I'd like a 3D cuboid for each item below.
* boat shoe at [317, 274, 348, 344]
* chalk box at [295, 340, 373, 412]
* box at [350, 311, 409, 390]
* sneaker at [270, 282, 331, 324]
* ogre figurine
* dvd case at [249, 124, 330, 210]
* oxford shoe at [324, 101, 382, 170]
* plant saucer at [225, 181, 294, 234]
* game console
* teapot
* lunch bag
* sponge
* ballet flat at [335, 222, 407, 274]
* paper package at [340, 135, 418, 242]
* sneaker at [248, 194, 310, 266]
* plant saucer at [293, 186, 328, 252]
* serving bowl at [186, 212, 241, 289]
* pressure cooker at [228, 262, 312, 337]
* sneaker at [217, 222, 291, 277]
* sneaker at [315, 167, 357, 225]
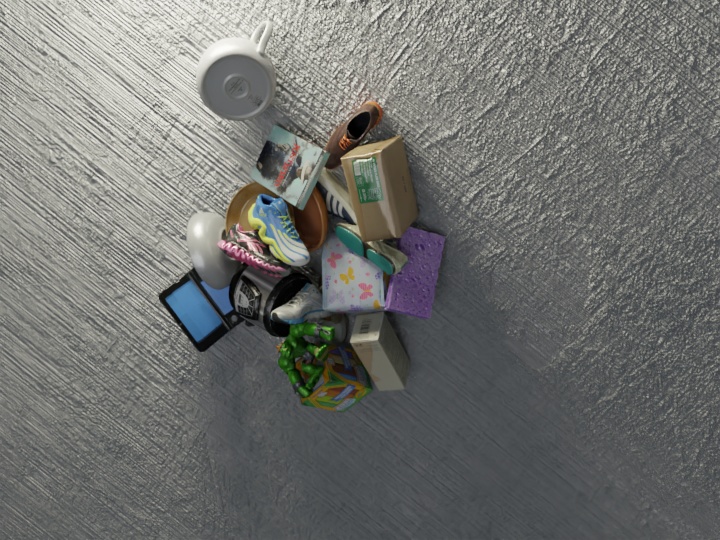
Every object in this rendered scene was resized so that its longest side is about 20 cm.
[{"bbox_3d":[-0.081,0.106,1.786,0.074,0.068,0.203,-3,110,20],"label":"boat shoe"},{"bbox_3d":[-0.058,0.284,1.798,0.199,0.125,0.125,20,128,-40],"label":"chalk box"},{"bbox_3d":[0.053,0.207,1.731,0.077,0.096,0.201,-9,131,23],"label":"box"},{"bbox_3d":[-0.143,0.076,1.658,0.074,0.199,0.088,13,106,33],"label":"sneaker"},{"bbox_3d":[-0.140,0.205,1.685,0.119,0.098,0.202,31,133,23],"label":"ogre figurine"},{"bbox_3d":[-0.170,-0.247,1.620,0.199,0.022,0.147,34,100,36],"label":"dvd case"},{"bbox_3d":[-0.032,-0.309,1.597,0.071,0.073,0.200,41,118,-2],"label":"oxford shoe"},{"bbox_3d":[-0.243,-0.118,1.701,0.198,0.035,0.203,0,90,23],"label":"plant saucer"},{"bbox_3d":[-0.411,0.087,1.862,0.170,0.118,0.201,-32,100,27],"label":"game console"},{"bbox_3d":[-0.286,-0.459,1.589,0.197,0.147,0.199,-9,133,-4],"label":"teapot"},{"bbox_3d":[0.000,0.000,1.684,0.167,0.127,0.203,-5,82,19],"label":"lunch bag"},{"bbox_3d":[0.128,0.005,1.615,0.110,0.030,0.203,15,78,-16],"label":"sponge"},{"bbox_3d":[0.027,-0.057,1.602,0.199,0.062,0.068,38,146,26],"label":"ballet flat"},{"bbox_3d":[0.050,-0.185,1.554,0.102,0.191,0.203,-8,108,20],"label":"paper package"},{"bbox_3d":[-0.188,-0.101,1.600,0.200,0.075,0.106,40,138,19],"label":"sneaker"},{"bbox_3d":[-0.140,-0.146,1.678,0.199,0.037,0.202,31,134,39],"label":"plant saucer"},{"bbox_3d":[-0.356,-0.056,1.742,0.065,0.200,0.202,-15,106,17],"label":"serving bowl"},{"bbox_3d":[-0.237,0.060,1.749,0.199,0.176,0.179,27,156,34],"label":"pressure cooker"},{"bbox_3d":[-0.244,-0.054,1.650,0.198,0.079,0.096,25,74,16],"label":"sneaker"},{"bbox_3d":[-0.056,-0.154,1.670,0.200,0.075,0.085,49,118,8],"label":"sneaker"}]
